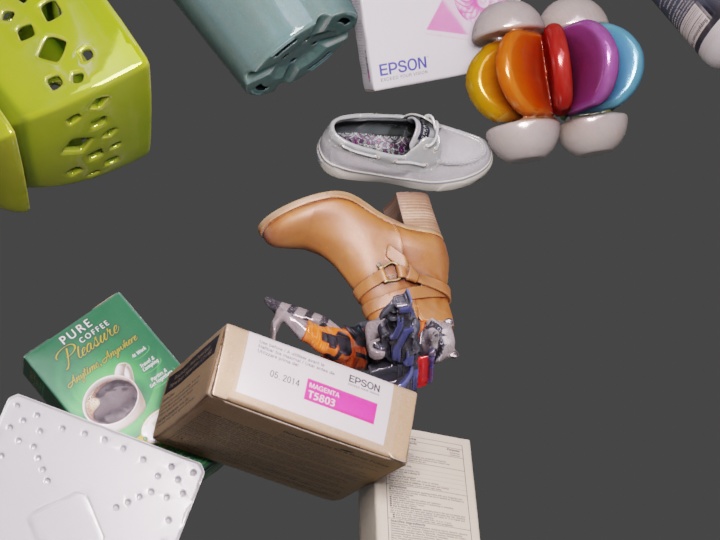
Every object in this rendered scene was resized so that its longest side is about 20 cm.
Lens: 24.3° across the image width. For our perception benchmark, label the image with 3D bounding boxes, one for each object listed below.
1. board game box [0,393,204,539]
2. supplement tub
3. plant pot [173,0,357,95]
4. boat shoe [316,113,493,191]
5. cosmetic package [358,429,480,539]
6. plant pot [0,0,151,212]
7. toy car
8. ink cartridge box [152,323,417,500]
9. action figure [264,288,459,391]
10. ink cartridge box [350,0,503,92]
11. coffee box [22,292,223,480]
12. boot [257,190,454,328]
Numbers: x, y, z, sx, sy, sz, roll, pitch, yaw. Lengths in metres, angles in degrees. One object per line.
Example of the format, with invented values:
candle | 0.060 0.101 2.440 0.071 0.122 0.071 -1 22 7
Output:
board game box | -0.268 0.240 1.534 0.198 0.026 0.202 20 72 5
supplement tub | 0.423 -0.328 1.955 0.140 0.141 0.201 -30 72 -25
plant pot | -0.115 -0.310 1.807 0.199 0.200 0.197 -30 81 -25
boat shoe | 0.054 -0.134 1.808 0.198 0.072 0.071 1 61 -14
cosmetic package | 0.054 0.243 1.564 0.102 0.074 0.201 11 35 -8
plant pot | -0.336 -0.190 1.684 0.181 0.200 0.200 -33 74 -18
toy car | 0.221 -0.217 1.823 0.198 0.150 0.177 -6 82 -23
ink cartridge box | -0.070 0.135 1.542 0.198 0.165 0.076 22 62 -18
action figure | 0.004 0.059 1.633 0.191 0.201 0.105 3 49 -10
ink cartridge box | 0.083 -0.315 1.870 0.194 0.043 0.203 -13 103 -18
coffee box | -0.222 0.131 1.622 0.123 0.044 0.200 -37 76 -26
boot | 0.000 0.000 1.728 0.197 0.074 0.156 -6 68 -13
